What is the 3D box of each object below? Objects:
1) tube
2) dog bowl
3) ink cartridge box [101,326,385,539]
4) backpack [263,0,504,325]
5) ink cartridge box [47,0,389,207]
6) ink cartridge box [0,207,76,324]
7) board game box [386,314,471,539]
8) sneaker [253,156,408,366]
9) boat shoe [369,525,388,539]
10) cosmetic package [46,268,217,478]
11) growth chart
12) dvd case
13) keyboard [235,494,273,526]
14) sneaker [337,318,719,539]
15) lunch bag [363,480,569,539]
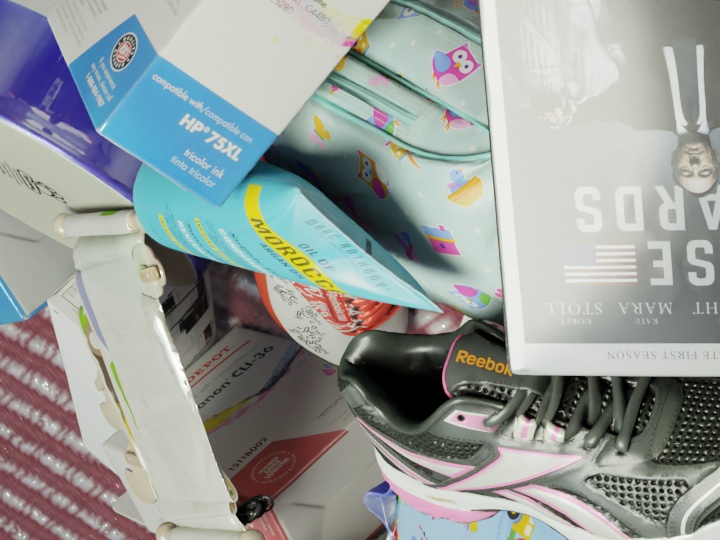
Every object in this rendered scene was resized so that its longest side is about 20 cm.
[{"bbox_3d":[-0.036,-0.021,1.031,0.077,0.050,0.200,34,172,-26],"label":"tube"},{"bbox_3d":[-0.149,-0.075,1.271,0.200,0.079,0.200,28,167,7],"label":"dog bowl"},{"bbox_3d":[-0.061,0.098,1.387,0.200,0.116,0.068,11,135,50],"label":"ink cartridge box"},{"bbox_3d":[0.050,-0.056,1.023,0.200,0.127,0.167,31,150,39],"label":"backpack"},{"bbox_3d":[-0.032,-0.139,0.993,0.067,0.200,0.116,33,-165,-31],"label":"ink cartridge box"},{"bbox_3d":[-0.213,-0.022,1.470,0.068,0.116,0.200,58,151,-13],"label":"ink cartridge box"},{"bbox_3d":[0.120,0.108,1.115,0.196,0.056,0.200,35,127,25],"label":"board game box"},{"bbox_3d":[-0.001,0.000,1.194,0.108,0.067,0.202,34,160,41],"label":"sneaker"},{"bbox_3d":[0.030,0.164,1.330,0.060,0.076,0.200,54,-174,3],"label":"boat shoe"},{"bbox_3d":[-0.125,0.049,1.433,0.051,0.083,0.200,40,160,19],"label":"cosmetic package"},{"bbox_3d":[-0.105,0.058,1.241,0.145,0.018,0.200,10,121,61],"label":"growth chart"},{"bbox_3d":[0.119,-0.058,0.884,0.150,0.025,0.201,0,108,18],"label":"dvd case"},{"bbox_3d":[-0.034,0.161,1.269,0.127,0.021,0.200,51,156,-8],"label":"keyboard"},{"bbox_3d":[0.070,0.059,0.968,0.200,0.080,0.086,-4,143,37],"label":"sneaker"},{"bbox_3d":[0.071,0.139,1.081,0.200,0.094,0.151,26,126,41],"label":"lunch bag"}]
